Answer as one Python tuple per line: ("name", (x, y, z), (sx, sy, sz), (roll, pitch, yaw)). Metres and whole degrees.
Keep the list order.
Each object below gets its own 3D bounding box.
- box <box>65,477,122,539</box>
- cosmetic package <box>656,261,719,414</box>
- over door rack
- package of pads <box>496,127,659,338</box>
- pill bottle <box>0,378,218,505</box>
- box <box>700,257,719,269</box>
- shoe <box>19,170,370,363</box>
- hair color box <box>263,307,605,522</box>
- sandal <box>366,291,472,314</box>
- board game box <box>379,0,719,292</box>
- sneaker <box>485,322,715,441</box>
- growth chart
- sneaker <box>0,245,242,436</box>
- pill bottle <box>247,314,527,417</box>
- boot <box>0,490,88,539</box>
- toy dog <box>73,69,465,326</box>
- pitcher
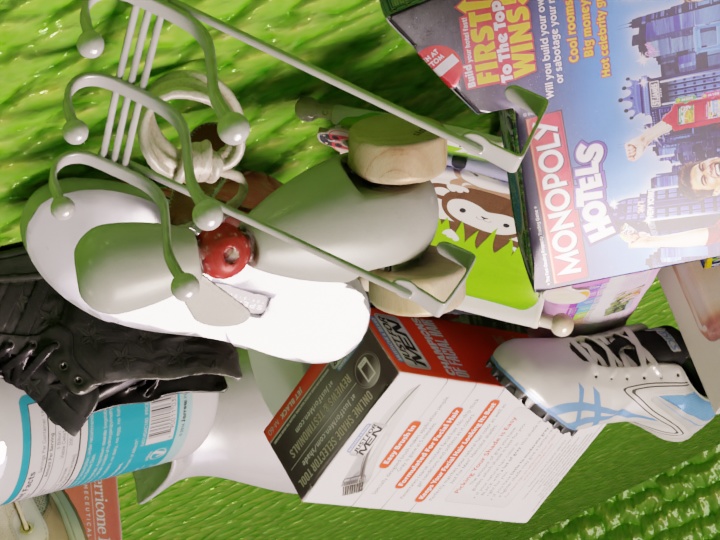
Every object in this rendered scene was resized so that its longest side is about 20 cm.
("box", (-0.256, 0.193, 1.491), (0.199, 0.153, 0.106), (8, 149, -30))
("cosmetic package", (0.221, -0.031, 1.413), (0.103, 0.201, 0.087), (-21, 168, -7))
("over door rack", (-0.034, -0.039, 1.034), (0.199, 0.067, 0.148), (15, 150, -5))
("package of pads", (0.125, -0.037, 1.412), (0.075, 0.121, 0.200), (-14, 166, -6))
("pill bottle", (-0.188, 0.072, 1.371), (0.199, 0.111, 0.111), (-11, 164, -37))
("box", (0.201, -0.051, 1.241), (0.070, 0.065, 0.200), (-19, 172, 5))
("shoe", (-0.092, -0.015, 1.261), (0.199, 0.091, 0.072), (18, 114, -27))
("hair color box", (0.052, 0.091, 1.485), (0.199, 0.064, 0.111), (10, 125, -44))
("sandal", (0.001, 0.000, 1.432), (0.199, 0.043, 0.076), (3, 173, 8))
("board game box", (0.110, -0.098, 1.082), (0.198, 0.201, 0.062), (-10, -150, -2))
("sneaker", (0.151, 0.059, 1.449), (0.199, 0.072, 0.073), (9, 120, -46))
("growth chart", (0.050, -0.026, 1.286), (0.144, 0.018, 0.200), (9, 151, 15))
("sneaker", (-0.171, 0.042, 1.283), (0.199, 0.105, 0.060), (-16, 164, -27))
("pill bottle", (0.034, 0.032, 1.555), (0.199, 0.117, 0.116), (-16, 166, -23))
("boot", (-0.246, 0.153, 1.404), (0.154, 0.201, 0.072), (-11, 159, -35))
("toy dog", (-0.043, -0.028, 1.184), (0.199, 0.133, 0.096), (12, -168, -22))
("pitcher", (-0.056, 0.086, 1.670), (0.199, 0.122, 0.172), (-6, 147, -17))
